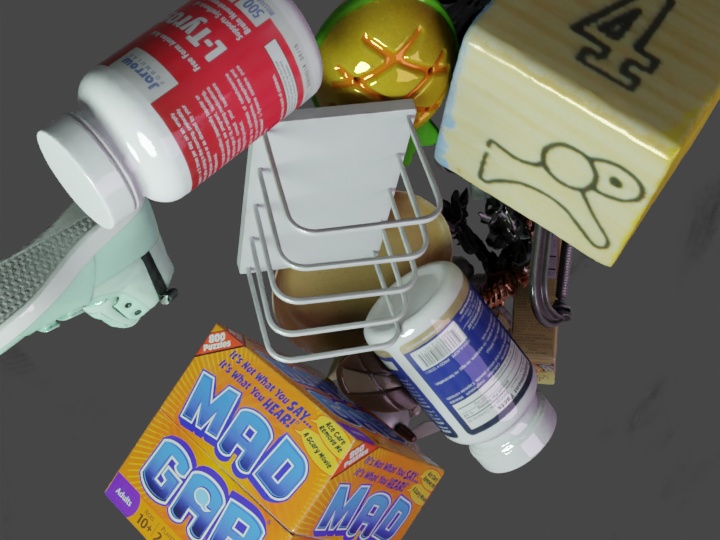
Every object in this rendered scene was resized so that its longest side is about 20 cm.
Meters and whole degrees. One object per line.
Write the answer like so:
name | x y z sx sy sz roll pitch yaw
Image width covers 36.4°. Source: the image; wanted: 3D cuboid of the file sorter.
file sorter | -0.021 -0.026 0.938 0.137 0.125 0.201 -7 146 -16

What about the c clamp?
c clamp | 0.222 -0.024 1.206 0.171 0.027 0.202 49 49 -55

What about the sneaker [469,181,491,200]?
sneaker | 0.182 -0.154 1.113 0.076 0.114 0.201 75 30 -62

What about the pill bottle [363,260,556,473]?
pill bottle | 0.103 0.098 1.083 0.116 0.116 0.200 -45 111 -16

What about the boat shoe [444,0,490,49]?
boat shoe | 0.116 -0.240 1.057 0.200 0.071 0.072 -42 144 -19

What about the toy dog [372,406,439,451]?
toy dog | 0.051 0.200 1.327 0.200 0.096 0.133 22 101 -56

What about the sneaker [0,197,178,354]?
sneaker | -0.225 0.030 0.851 0.200 0.073 0.119 -44 139 -21

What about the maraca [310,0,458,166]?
maraca | 0.020 -0.163 0.968 0.136 0.108 0.201 -8 139 -7

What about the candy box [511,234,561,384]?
candy box | 0.210 0.024 1.305 0.116 0.055 0.202 67 26 -68

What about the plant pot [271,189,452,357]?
plant pot | 0.000 0.000 1.109 0.198 0.028 0.201 -14 129 -18

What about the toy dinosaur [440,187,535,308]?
toy dinosaur | 0.160 -0.027 1.181 0.102 0.200 0.136 -26 112 20

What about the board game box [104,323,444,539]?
board game box | -0.081 0.209 1.075 0.201 0.199 0.200 -56 147 1

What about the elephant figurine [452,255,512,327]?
elephant figurine | 0.120 0.075 1.295 0.154 0.142 0.200 -23 161 3

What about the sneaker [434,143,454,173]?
sneaker | 0.165 -0.130 1.200 0.199 0.084 0.076 -11 127 -46

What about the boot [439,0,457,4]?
boot | 0.092 -0.344 0.930 0.212 0.079 0.158 -56 147 1

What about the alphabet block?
alphabet block | 0.207 -0.161 0.981 0.197 0.199 0.196 -52 168 -24

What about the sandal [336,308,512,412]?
sandal | 0.067 0.092 1.161 0.198 0.054 0.081 -20 101 -17

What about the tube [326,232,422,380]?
tube | 0.017 0.034 1.194 0.058 0.052 0.201 14 115 -16

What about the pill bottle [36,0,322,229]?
pill bottle | -0.132 -0.124 0.806 0.200 0.112 0.113 -41 144 -21
